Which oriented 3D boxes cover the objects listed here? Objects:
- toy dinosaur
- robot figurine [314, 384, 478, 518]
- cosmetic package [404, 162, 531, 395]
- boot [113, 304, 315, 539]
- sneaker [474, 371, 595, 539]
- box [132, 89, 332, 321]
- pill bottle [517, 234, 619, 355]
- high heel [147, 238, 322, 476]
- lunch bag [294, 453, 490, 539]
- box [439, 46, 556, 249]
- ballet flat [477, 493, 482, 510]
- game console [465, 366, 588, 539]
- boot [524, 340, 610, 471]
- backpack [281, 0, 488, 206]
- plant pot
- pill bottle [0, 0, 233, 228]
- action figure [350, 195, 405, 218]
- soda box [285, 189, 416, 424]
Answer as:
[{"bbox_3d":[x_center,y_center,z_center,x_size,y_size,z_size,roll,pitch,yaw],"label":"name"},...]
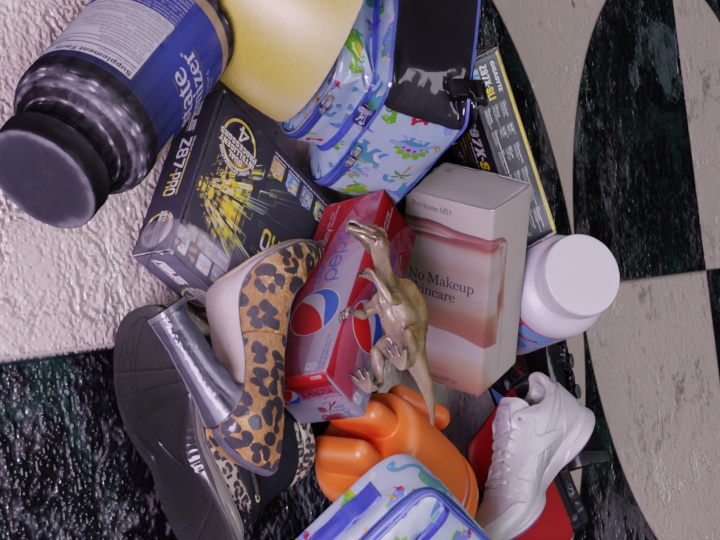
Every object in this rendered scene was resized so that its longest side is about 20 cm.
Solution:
[{"bbox_3d":[0.035,0.055,0.997,0.101,0.058,0.202,-43,117,-54],"label":"toy dinosaur"},{"bbox_3d":[0.036,0.190,1.139,0.200,0.116,0.145,47,16,-39],"label":"robot figurine"},{"bbox_3d":[0.101,0.008,1.224,0.087,0.102,0.203,-32,130,-50],"label":"cosmetic package"},{"bbox_3d":[-0.113,0.111,0.989,0.153,0.073,0.206,-30,104,-60],"label":"boot"},{"bbox_3d":[0.151,0.189,1.224,0.100,0.075,0.200,47,58,-11],"label":"sneaker"},{"bbox_3d":[-0.096,-0.029,1.051,0.200,0.049,0.163,47,50,-42],"label":"box"},{"bbox_3d":[0.195,0.024,1.311,0.107,0.200,0.110,3,77,-14],"label":"pill bottle"},{"bbox_3d":[-0.064,0.061,0.947,0.200,0.071,0.144,-34,95,-50],"label":"high heel"},{"bbox_3d":[0.010,0.264,1.041,0.200,0.082,0.161,-42,128,-4],"label":"lunch bag"},{"bbox_3d":[0.118,-0.129,1.283,0.049,0.159,0.202,-27,108,-20],"label":"box"},{"bbox_3d":[0.122,0.305,1.269,0.072,0.071,0.203,-1,85,-55],"label":"ballet flat"},{"bbox_3d":[0.158,0.215,1.340,0.118,0.172,0.202,-29,113,-12],"label":"game console"},{"bbox_3d":[0.242,0.140,1.495,0.165,0.065,0.203,27,47,-71],"label":"boot"},{"bbox_3d":[0.010,-0.166,1.092,0.145,0.200,0.185,14,57,-15],"label":"backpack"},{"bbox_3d":[-0.091,-0.243,1.007,0.141,0.200,0.202,21,63,-21],"label":"plant pot"},{"bbox_3d":[-0.181,-0.128,0.895,0.112,0.111,0.201,57,42,-31],"label":"pill bottle"},{"bbox_3d":[0.000,0.000,1.178,0.118,0.054,0.202,49,43,-41],"label":"action figure"},{"bbox_3d":[-0.014,0.029,1.048,0.064,0.069,0.202,50,41,-36],"label":"soda box"}]
